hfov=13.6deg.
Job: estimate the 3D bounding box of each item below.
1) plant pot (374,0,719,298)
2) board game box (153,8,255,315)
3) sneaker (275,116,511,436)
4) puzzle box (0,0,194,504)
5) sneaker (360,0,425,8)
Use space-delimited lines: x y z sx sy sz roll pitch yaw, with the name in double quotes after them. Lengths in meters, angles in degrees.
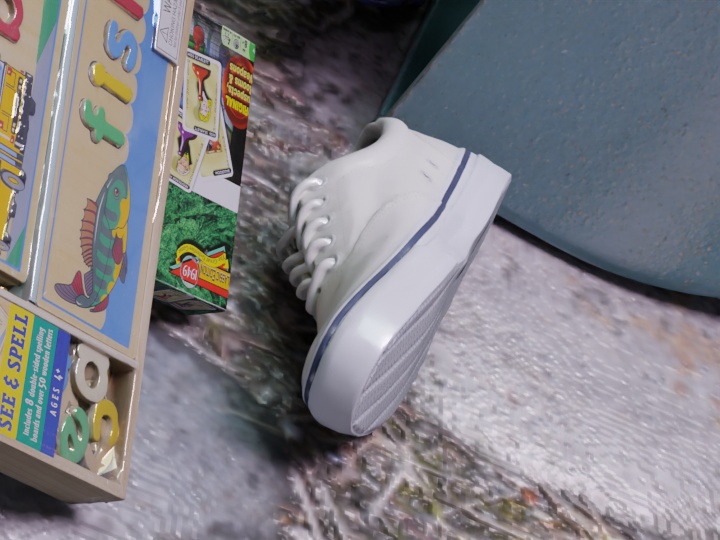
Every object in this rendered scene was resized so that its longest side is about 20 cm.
0.153 -0.103 1.282 0.200 0.196 0.197 37 32 -8 "plant pot"
-0.103 -0.060 1.030 0.200 0.023 0.106 26 68 -54 "board game box"
0.000 0.000 1.126 0.070 0.073 0.200 25 23 4 "sneaker"
-0.108 -0.039 0.968 0.133 0.025 0.201 32 59 -53 "puzzle box"
0.020 -0.142 1.293 0.075 0.079 0.200 34 21 2 "sneaker"
